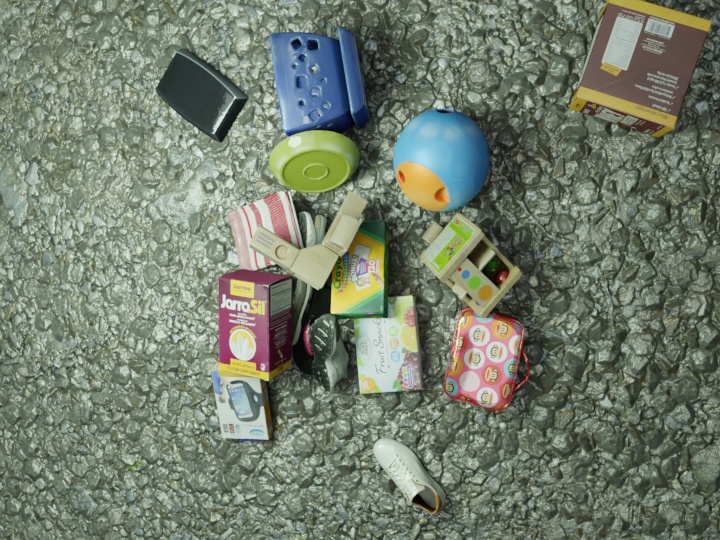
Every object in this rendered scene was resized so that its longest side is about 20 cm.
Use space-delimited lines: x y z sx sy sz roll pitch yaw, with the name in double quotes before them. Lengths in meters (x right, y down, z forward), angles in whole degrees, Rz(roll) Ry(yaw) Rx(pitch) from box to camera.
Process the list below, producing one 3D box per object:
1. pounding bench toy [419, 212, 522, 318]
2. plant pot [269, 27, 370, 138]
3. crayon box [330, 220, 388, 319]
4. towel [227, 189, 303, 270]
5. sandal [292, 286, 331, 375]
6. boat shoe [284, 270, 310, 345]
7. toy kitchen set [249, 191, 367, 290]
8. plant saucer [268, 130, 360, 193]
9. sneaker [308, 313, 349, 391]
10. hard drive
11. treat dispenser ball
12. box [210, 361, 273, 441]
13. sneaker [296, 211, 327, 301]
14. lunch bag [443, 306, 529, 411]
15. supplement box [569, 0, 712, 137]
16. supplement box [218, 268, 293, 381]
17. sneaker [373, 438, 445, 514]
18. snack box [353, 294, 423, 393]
"pounding bench toy" 0.222 -0.019 1.468 0.155 0.200 0.125 40 96 -24
"plant pot" -0.077 -0.386 1.473 0.175 0.200 0.206 -10 90 5
"crayon box" 0.000 0.000 1.513 0.115 0.058 0.206 -3 74 12
"towel" -0.213 -0.083 1.559 0.197 0.023 0.148 -15 90 38
"sandal" -0.098 0.139 1.557 0.073 0.045 0.205 10 101 -30
"boat shoe" -0.157 0.069 1.523 0.072 0.059 0.207 33 117 49
"toy kitchen set" -0.100 -0.095 1.414 0.178 0.163 0.203 30 82 -6
"plant saucer" -0.096 -0.219 1.483 0.195 0.201 0.032 -13 62 11
"sneaker" -0.062 0.166 1.511 0.074 0.078 0.204 37 143 33
"hard drive" -0.370 -0.403 1.604 0.198 0.042 0.136 38 99 7
"treat dispenser ball" 0.164 -0.223 1.423 0.195 0.201 0.207 1 93 11
"box" -0.268 0.308 1.599 0.116 0.042 0.206 -1 108 12
"sneaker" -0.105 -0.029 1.556 0.073 0.078 0.206 26 117 49
"lunch bag" 0.274 0.188 1.484 0.172 0.082 0.206 14 95 10
"supplement box" 0.540 -0.396 1.371 0.193 0.133 0.205 20 97 9
"supplement box" -0.219 0.111 1.470 0.128 0.103 0.206 6 103 24
"sneaker" 0.106 0.449 1.533 0.199 0.085 0.073 40 101 8
"snack box" 0.060 0.161 1.541 0.138 0.053 0.206 -6 91 13
